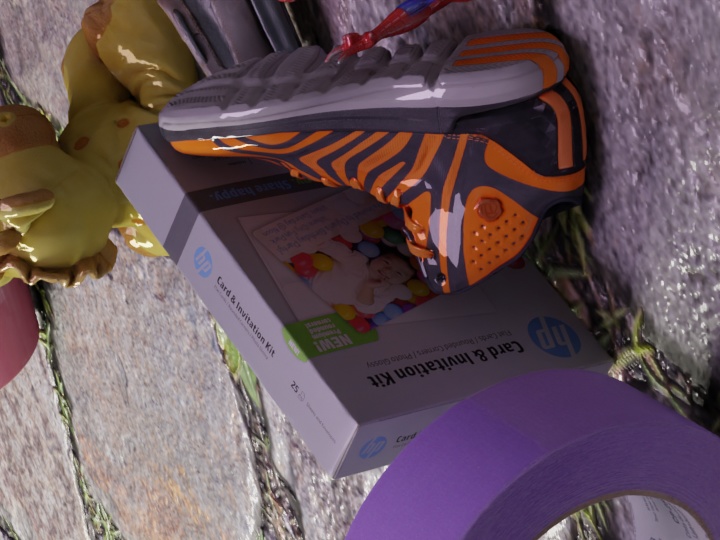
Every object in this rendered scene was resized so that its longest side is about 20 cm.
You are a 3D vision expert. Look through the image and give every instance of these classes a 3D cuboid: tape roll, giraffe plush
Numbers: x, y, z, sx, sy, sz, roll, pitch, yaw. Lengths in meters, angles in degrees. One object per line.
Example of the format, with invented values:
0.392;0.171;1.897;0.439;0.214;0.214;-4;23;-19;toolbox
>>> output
0.085;0.147;1.066;0.066;0.200;0.200;31;137;53;tape roll
-0.163;-0.052;1.442;0.200;0.162;0.173;47;148;38;giraffe plush

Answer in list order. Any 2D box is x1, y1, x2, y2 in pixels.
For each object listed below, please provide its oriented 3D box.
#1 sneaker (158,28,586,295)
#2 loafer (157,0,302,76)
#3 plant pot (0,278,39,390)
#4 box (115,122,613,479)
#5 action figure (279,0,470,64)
0.007;-0.042;1.123;0.200;0.078;0.112;-2;116;25;sneaker
-0.045;-0.069;1.295;0.072;0.063;0.200;32;-143;-88;loafer
-0.331;0.003;1.820;0.200;0.200;0.179;33;154;51;plant pot
0.000;0.000;1.164;0.200;0.156;0.041;53;136;30;box
-0.010;-0.143;1.146;0.200;0.099;0.065;9;120;59;action figure
